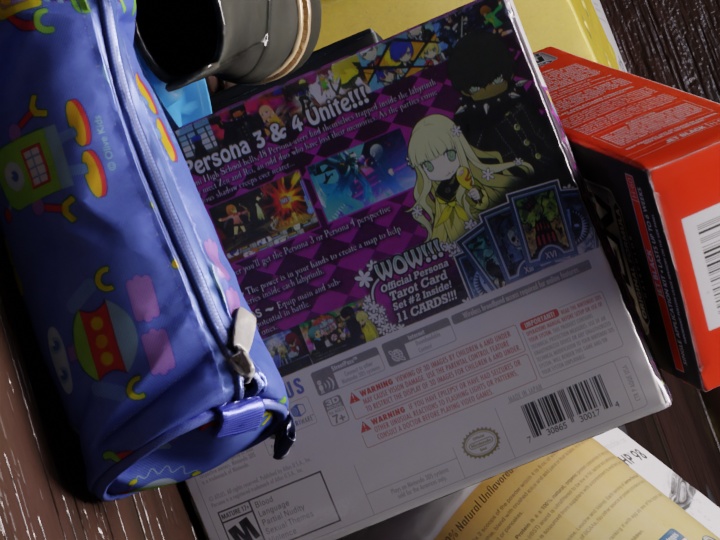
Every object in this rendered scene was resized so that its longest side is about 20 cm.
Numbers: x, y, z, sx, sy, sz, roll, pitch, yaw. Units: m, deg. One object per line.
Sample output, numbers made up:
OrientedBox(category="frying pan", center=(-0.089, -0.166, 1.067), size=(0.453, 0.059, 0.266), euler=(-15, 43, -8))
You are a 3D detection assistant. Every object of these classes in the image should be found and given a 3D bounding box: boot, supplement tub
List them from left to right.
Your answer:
OrientedBox(category="boot", center=(-0.078, -0.172, 1.240), size=(0.201, 0.077, 0.138), euler=(66, 15, -2))
OrientedBox(category="supplement tub", center=(0.078, 0.145, 1.302), size=(0.200, 0.145, 0.145), euler=(39, 5, 13))

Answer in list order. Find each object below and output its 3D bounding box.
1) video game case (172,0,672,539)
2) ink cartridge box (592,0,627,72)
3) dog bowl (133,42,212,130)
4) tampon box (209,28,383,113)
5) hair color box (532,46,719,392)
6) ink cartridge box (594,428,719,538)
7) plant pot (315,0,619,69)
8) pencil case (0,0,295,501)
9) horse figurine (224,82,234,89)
OrientedBox(category="video game case", center=(0.003, 0.008, 1.228), size=(0.036, 0.199, 0.182), euler=(-14, 81, -81))
OrientedBox(category="ink cartridge box", center=(0.133, -0.116, 2.267), size=(0.145, 0.146, 0.201), euler=(-6, 74, -79))
OrientedBox(category="dog bowl", center=(-0.121, -0.135, 1.306), size=(0.111, 0.049, 0.201), euler=(43, 27, -67))
OrientedBox(category="tampon box", center=(0.000, 0.000, 1.425), size=(0.200, 0.126, 0.151), euler=(36, 33, -69))
OrientedBox(category="hair color box", center=(0.112, -0.026, 1.283), size=(0.200, 0.061, 0.102), euler=(29, -42, 65))
OrientedBox(category="ink cartridge box", center=(0.113, 0.129, 1.433), size=(0.200, 0.067, 0.116), euler=(38, 21, 17))
OrientedBox(category="plant pot", center=(0.056, -0.129, 1.836), size=(0.200, 0.175, 0.201), euler=(-86, 152, -67))
OrientedBox(category="pencil case", center=(-0.091, -0.016, 1.118), size=(0.078, 0.087, 0.201), euler=(-8, 73, -49))
OrientedBox(category="horse figurine", center=(-0.029, -0.071, 1.613), size=(0.200, 0.050, 0.133), euler=(55, 12, -28))
